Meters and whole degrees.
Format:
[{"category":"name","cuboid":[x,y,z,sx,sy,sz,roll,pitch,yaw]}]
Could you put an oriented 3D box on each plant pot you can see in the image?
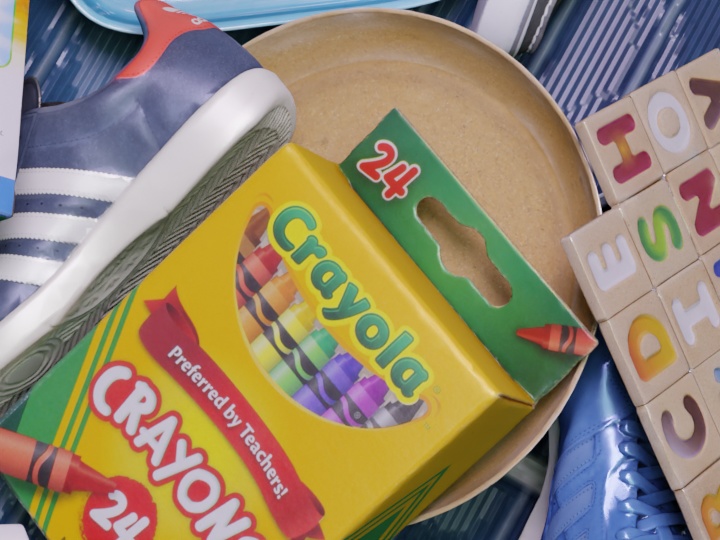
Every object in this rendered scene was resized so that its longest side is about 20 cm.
[{"category":"plant pot","cuboid":[0.000,0.000,0.826,0.200,0.027,0.200,-3,82,21]}]

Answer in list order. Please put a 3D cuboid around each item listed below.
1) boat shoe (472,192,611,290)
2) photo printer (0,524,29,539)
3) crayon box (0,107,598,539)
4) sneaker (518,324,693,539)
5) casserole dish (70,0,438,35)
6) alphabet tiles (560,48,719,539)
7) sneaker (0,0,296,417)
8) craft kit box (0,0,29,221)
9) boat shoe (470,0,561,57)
[{"category":"boat shoe","cuboid":[0.116,-0.002,0.869,0.200,0.062,0.073,-19,88,-11]},{"category":"photo printer","cuboid":[-0.162,0.202,0.795,0.166,0.069,0.200,-23,88,-10]},{"category":"crayon box","cuboid":[-0.029,0.045,0.790,0.200,0.051,0.127,-44,70,10]},{"category":"sneaker","cuboid":[0.110,0.091,0.809,0.077,0.111,0.200,16,98,-29]},{"category":"casserole dish","cuboid":[-0.039,-0.155,0.869,0.200,0.039,0.121,-8,86,-10]},{"category":"alphabet tiles","cuboid":[0.150,0.020,0.820,0.167,0.008,0.200,-29,97,-45]},{"category":"sneaker","cuboid":[-0.119,-0.020,0.823,0.200,0.075,0.085,-45,75,1]},{"category":"craft kit box","cuboid":[-0.203,-0.129,0.730,0.200,0.049,0.198,17,70,-39]},{"category":"boat shoe","cuboid":[0.103,-0.170,0.880,0.057,0.069,0.200,25,78,-2]}]
